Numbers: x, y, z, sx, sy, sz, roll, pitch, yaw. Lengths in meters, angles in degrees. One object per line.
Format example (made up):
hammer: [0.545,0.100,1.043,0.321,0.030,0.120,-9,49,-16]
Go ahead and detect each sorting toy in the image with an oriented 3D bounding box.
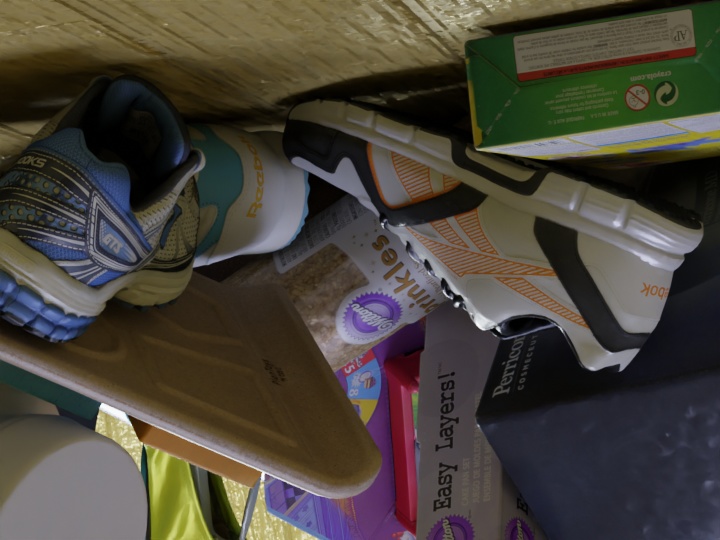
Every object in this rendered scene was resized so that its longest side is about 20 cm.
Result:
sorting toy: [-0.104,0.022,1.193,0.200,0.037,0.185,20,-163,-24]

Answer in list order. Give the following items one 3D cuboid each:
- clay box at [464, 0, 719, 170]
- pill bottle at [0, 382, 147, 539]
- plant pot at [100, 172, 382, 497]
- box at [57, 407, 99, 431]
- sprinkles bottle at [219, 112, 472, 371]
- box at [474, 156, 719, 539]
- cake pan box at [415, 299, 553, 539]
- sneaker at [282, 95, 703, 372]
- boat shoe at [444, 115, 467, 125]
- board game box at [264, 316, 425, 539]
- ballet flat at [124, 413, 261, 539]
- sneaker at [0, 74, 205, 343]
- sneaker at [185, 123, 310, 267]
clay box: [0.130,-0.072,1.210,0.115,0.048,0.200,-8,177,22]
pill bottle: [-0.186,0.080,1.180,0.200,0.120,0.119,19,-167,37]
plant pot: [-0.061,0.028,1.572,0.199,0.187,0.187,5,180,16]
box: [-0.226,0.121,1.464,0.104,0.200,0.182,25,149,-31]
sprinkles bottle: [0.000,0.000,1.346,0.200,0.068,0.068,-34,170,11]
box: [0.178,0.020,1.322,0.198,0.123,0.200,-15,-146,30]
cake pan box: [0.095,0.093,1.397,0.052,0.200,0.184,-18,143,33]
sneaker: [0.043,-0.018,1.253,0.200,0.080,0.074,23,-170,33]
boat shoe: [0.055,-0.034,1.458,0.071,0.072,0.200,-3,175,15]
board game box: [0.052,0.087,1.470,0.200,0.158,0.039,32,-174,-38]
ballet flat: [-0.083,0.075,1.482,0.067,0.200,0.067,1,-150,11]
sneaker: [-0.090,-0.033,1.155,0.077,0.085,0.200,34,-164,1]
sneaker: [-0.122,-0.025,1.348,0.200,0.077,0.081,-19,165,36]
